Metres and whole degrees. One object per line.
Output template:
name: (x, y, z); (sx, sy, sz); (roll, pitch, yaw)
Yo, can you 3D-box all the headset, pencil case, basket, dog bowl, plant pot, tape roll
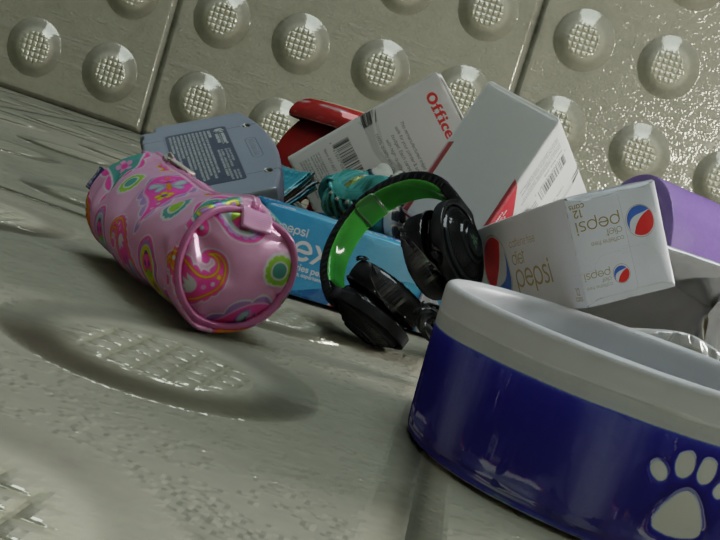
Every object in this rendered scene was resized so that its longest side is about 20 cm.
headset: (0.030, -0.001, 0.718); (0.094, 0.123, 0.201); (45, 11, -41)
pencil case: (-0.116, -0.025, 0.667); (0.086, 0.089, 0.199); (14, 8, -32)
basket: (0.240, 0.038, 0.948); (0.197, 0.138, 0.123); (21, 4, 22)
dog bowl: (0.126, 0.074, 0.523); (0.197, 0.080, 0.200); (18, 6, -2)
plant pot: (-0.032, -0.117, 1.333); (0.197, 0.186, 0.200); (16, 4, -1)
tape roll: (0.306, 0.006, 1.100); (0.084, 0.203, 0.200); (18, 5, -15)

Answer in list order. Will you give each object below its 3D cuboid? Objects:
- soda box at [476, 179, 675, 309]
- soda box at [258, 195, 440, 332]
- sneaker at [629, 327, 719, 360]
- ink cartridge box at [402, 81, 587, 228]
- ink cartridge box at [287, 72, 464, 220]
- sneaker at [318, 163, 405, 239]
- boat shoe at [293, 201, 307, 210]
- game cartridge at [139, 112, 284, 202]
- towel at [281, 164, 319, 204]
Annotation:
soda box: (0.133, -0.009, 0.703); (0.063, 0.069, 0.200); (-12, -2, -13)
soda box: (0.000, 0.000, 0.872); (0.197, 0.069, 0.064); (17, 6, -15)
sneaker: (0.204, 0.073, 0.812); (0.197, 0.079, 0.099); (19, 2, -2)
ink cartridge box: (0.136, -0.065, 0.987); (0.083, 0.145, 0.200); (34, -2, 26)
ink cartridge box: (0.039, -0.112, 1.180); (0.148, 0.198, 0.084); (63, 7, 1)
sneaker: (0.001, -0.061, 0.992); (0.078, 0.079, 0.200); (1, 10, -9)
boat shoe: (-0.097, -0.061, 1.113); (0.075, 0.062, 0.199); (47, -14, -33)
game cartridge: (-0.147, -0.101, 1.027); (0.131, 0.042, 0.201); (-8, 31, -13)
towel: (-0.161, -0.089, 1.068); (0.198, 0.022, 0.146); (22, 43, 35)
